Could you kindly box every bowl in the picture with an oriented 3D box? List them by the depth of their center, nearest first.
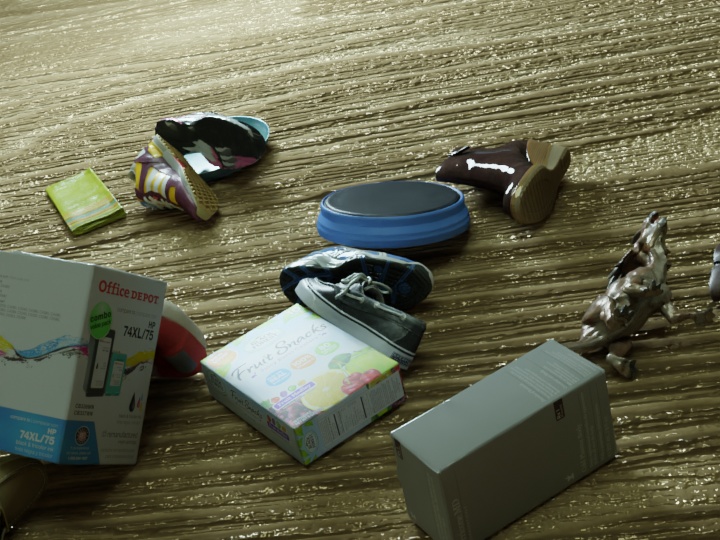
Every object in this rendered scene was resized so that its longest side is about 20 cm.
[{"bbox_3d":[0.041,-0.075,1.651,0.197,0.040,0.201,-3,17,1],"label":"bowl"}]

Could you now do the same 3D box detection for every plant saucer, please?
[{"bbox_3d":[-0.236,-0.187,2.024,0.197,0.028,0.201,-11,29,6],"label":"plant saucer"}]

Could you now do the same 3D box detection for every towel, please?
[{"bbox_3d":[-0.427,-0.109,1.984,0.085,0.018,0.200,-23,31,-16],"label":"towel"}]

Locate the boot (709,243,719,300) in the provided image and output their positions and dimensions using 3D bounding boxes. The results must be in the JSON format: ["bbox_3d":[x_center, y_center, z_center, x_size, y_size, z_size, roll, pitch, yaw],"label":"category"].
[{"bbox_3d":[0.451,0.019,1.349,0.164,0.073,0.201,-13,29,27],"label":"boot"}]

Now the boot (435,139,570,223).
[{"bbox_3d":[0.174,-0.115,1.688,0.164,0.073,0.200,1,26,27],"label":"boot"}]

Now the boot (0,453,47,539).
[{"bbox_3d":[-0.358,0.270,1.260,0.153,0.073,0.199,17,43,40],"label":"boot"}]

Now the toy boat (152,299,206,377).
[{"bbox_3d":[-0.281,0.109,1.476,0.197,0.131,0.132,0,61,23],"label":"toy boat"}]

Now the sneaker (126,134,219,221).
[{"bbox_3d":[-0.278,-0.113,1.887,0.090,0.075,0.200,-46,44,7],"label":"sneaker"}]

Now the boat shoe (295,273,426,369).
[{"bbox_3d":[0.000,0.040,1.467,0.199,0.073,0.069,32,94,51],"label":"boat shoe"}]

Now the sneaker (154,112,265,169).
[{"bbox_3d":[-0.218,-0.212,1.960,0.198,0.081,0.086,16,30,32],"label":"sneaker"}]

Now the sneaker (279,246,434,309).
[{"bbox_3d":[0.000,0.000,1.555,0.197,0.077,0.077,4,30,27],"label":"sneaker"}]

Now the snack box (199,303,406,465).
[{"bbox_3d":[-0.065,0.119,1.406,0.141,0.054,0.199,-29,33,-26],"label":"snack box"}]

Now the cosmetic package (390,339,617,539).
[{"bbox_3d":[0.134,0.162,1.195,0.199,0.108,0.090,-30,34,-23],"label":"cosmetic package"}]

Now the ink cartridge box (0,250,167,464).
[{"bbox_3d":[-0.315,0.091,1.356,0.144,0.203,0.146,8,-4,24],"label":"ink cartridge box"}]

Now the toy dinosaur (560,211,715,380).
[{"bbox_3d":[0.280,0.038,1.376,0.199,0.086,0.135,-37,23,-7],"label":"toy dinosaur"}]
